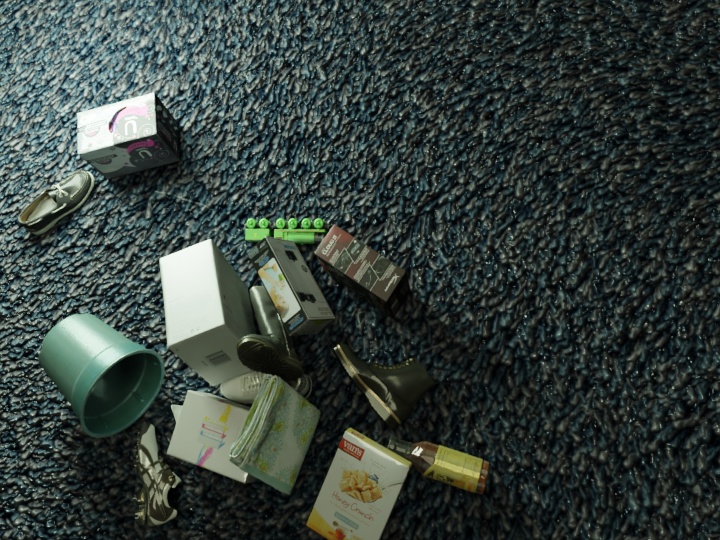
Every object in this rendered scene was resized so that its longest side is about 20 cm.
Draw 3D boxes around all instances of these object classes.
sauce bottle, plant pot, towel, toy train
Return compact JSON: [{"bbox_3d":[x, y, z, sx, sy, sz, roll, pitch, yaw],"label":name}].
[{"bbox_3d":[0.147,0.368,1.180,0.195,0.066,0.068,14,76,15],"label":"sauce bottle"},{"bbox_3d":[-0.547,0.201,1.278,0.194,0.201,0.202,32,80,24],"label":"plant pot"},{"bbox_3d":[-0.153,0.311,1.160,0.047,0.201,0.174,10,63,32],"label":"towel"},{"bbox_3d":[-0.166,-0.085,1.373,0.194,0.042,0.058,1,84,9],"label":"toy train"}]

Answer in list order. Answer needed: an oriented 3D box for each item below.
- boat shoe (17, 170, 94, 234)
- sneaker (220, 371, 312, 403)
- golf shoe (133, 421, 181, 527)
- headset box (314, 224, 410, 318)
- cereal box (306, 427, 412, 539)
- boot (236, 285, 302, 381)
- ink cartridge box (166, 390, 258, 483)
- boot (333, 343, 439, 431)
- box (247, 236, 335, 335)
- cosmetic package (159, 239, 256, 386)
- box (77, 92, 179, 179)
[{"bbox_3d":[-0.729,-0.170,1.473,0.199,0.060,0.074,-39,71,-4],"label":"boat shoe"},{"bbox_3d":[-0.200,0.231,1.265,0.194,0.081,0.079,-6,74,9],"label":"sneaker"},{"bbox_3d":[-0.413,0.412,1.258,0.092,0.078,0.206,-4,74,-11],"label":"golf shoe"},{"bbox_3d":[0.000,0.000,1.263,0.198,0.149,0.078,34,80,17],"label":"headset box"},{"bbox_3d":[-0.003,0.426,1.173,0.141,0.039,0.204,24,95,16],"label":"cereal box"},{"bbox_3d":[-0.190,0.106,1.219,0.071,0.182,0.203,-28,51,15],"label":"boot"},{"bbox_3d":[-0.276,0.325,1.224,0.195,0.129,0.128,15,78,13],"label":"ink cartridge box"},{"bbox_3d":[0.049,0.198,1.245,0.138,0.078,0.201,-40,85,-9],"label":"boot"},{"bbox_3d":[-0.143,0.033,1.286,0.060,0.116,0.203,-36,71,20],"label":"box"},{"bbox_3d":[-0.298,0.087,1.236,0.120,0.201,0.203,-21,57,2],"label":"cosmetic package"},{"bbox_3d":[-0.543,-0.312,1.447,0.195,0.132,0.118,-13,70,5],"label":"box"}]
